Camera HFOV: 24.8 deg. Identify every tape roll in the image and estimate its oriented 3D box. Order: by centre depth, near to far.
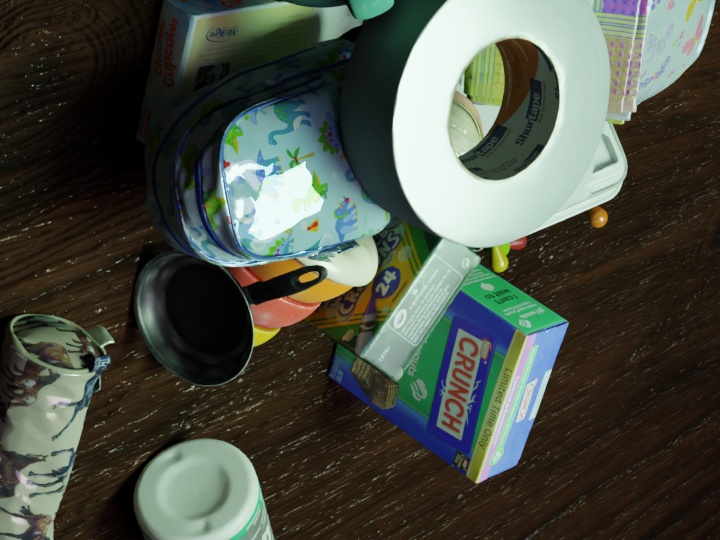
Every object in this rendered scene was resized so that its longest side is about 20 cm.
[{"bbox_3d":[0.084,-0.121,1.171,0.199,0.066,0.202,-14,114,-33],"label":"tape roll"}]

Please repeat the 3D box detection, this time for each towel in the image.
[{"bbox_3d":[0.160,-0.219,1.316,0.023,0.143,0.201,-67,162,-67],"label":"towel"}]

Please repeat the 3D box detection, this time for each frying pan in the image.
[{"bbox_3d":[-0.109,0.013,1.284,0.190,0.115,0.031,-47,173,34],"label":"frying pan"}]

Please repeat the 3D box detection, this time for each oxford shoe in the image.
[{"bbox_3d":[0.067,-0.088,1.326,0.200,0.070,0.074,42,48,-45],"label":"oxford shoe"}]

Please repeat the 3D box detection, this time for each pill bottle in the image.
[{"bbox_3d":[-0.135,0.253,1.505,0.113,0.113,0.201,-42,148,-24],"label":"pill bottle"}]

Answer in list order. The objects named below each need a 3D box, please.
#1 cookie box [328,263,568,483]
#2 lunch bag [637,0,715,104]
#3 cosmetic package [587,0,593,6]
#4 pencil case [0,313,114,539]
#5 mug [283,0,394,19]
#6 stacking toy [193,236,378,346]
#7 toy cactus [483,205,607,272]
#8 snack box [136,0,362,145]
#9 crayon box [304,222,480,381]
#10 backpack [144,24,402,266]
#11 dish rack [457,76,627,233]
[{"bbox_3d":[0.080,0.075,1.564,0.075,0.200,0.172,-18,133,-47],"label":"cookie box"},{"bbox_3d":[0.225,-0.232,1.411,0.169,0.127,0.201,-25,130,-51],"label":"lunch bag"},{"bbox_3d":[0.080,-0.236,1.256,0.083,0.199,0.051,-76,180,-59],"label":"cosmetic package"},{"bbox_3d":[-0.250,0.134,1.253,0.089,0.078,0.201,4,117,-35],"label":"pencil case"},{"bbox_3d":[-0.027,-0.245,1.129,0.115,0.151,0.186,67,35,-56],"label":"mug"},{"bbox_3d":[-0.095,0.013,1.358,0.200,0.146,0.146,-47,155,22],"label":"stacking toy"},{"bbox_3d":[0.142,-0.057,1.564,0.164,0.103,0.200,-16,165,-29],"label":"toy cactus"},{"bbox_3d":[-0.080,-0.162,1.263,0.199,0.037,0.117,-19,134,-47],"label":"snack box"},{"bbox_3d":[0.000,0.000,1.412,0.052,0.200,0.126,37,86,-35],"label":"crayon box"},{"bbox_3d":[-0.060,-0.078,1.195,0.199,0.154,0.164,-10,111,-18],"label":"backpack"},{"bbox_3d":[0.148,-0.140,1.459,0.171,0.201,0.044,-22,179,-25],"label":"dish rack"}]
